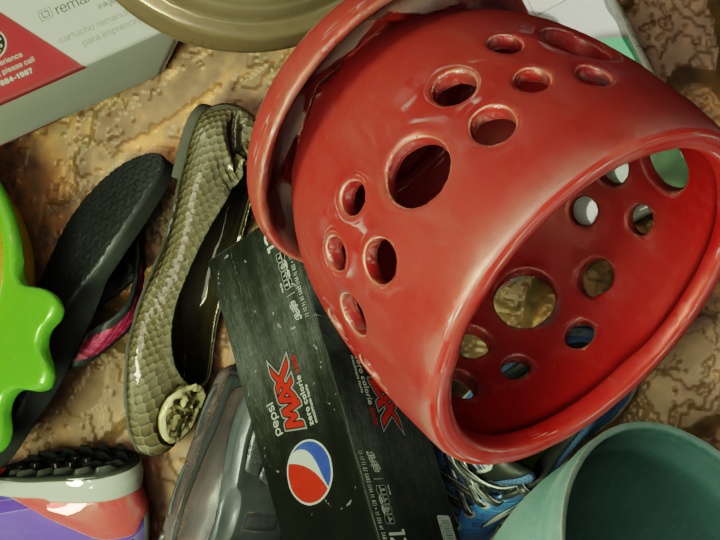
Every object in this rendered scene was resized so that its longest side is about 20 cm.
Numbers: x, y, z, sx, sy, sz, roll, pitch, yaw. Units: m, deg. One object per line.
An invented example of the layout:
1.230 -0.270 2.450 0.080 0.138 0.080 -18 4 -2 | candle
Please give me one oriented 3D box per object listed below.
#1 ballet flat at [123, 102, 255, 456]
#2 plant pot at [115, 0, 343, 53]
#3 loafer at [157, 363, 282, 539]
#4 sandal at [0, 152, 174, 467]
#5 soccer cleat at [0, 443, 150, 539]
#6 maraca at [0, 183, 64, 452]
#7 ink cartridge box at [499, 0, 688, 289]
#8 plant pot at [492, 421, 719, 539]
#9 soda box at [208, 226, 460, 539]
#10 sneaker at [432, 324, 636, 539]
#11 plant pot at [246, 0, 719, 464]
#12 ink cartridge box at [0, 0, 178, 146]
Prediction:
-0.088 0.006 1.270 0.046 0.067 0.200 12 86 19 | ballet flat
-0.058 -0.224 1.210 0.200 0.093 0.201 2 77 -9 | plant pot
-0.079 0.148 1.273 0.063 0.072 0.200 21 93 49 | loafer
-0.156 0.025 1.288 0.045 0.075 0.200 29 89 -26 | sandal
-0.214 0.144 1.302 0.200 0.068 0.073 -5 103 16 | soccer cleat
-0.231 0.014 1.270 0.137 0.107 0.200 -54 54 19 | maraca
0.063 -0.073 1.240 0.200 0.050 0.161 -27 83 11 | ink cartridge box
0.128 0.195 1.160 0.134 0.200 0.201 -35 80 38 | plant pot
-0.014 0.072 1.201 0.071 0.063 0.200 -32 64 38 | soda box
0.060 0.099 1.217 0.079 0.089 0.200 46 101 11 | sneaker
0.057 -0.034 1.118 0.182 0.200 0.201 42 100 34 | plant pot
-0.209 -0.180 1.260 0.147 0.083 0.200 -27 82 -22 | ink cartridge box
